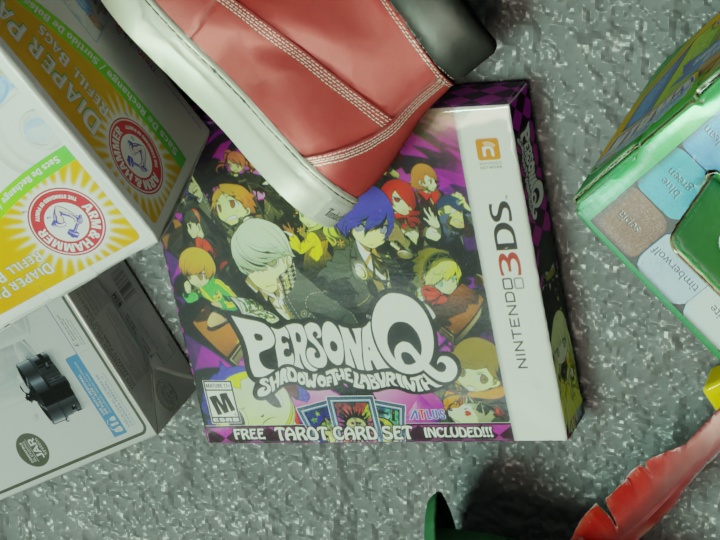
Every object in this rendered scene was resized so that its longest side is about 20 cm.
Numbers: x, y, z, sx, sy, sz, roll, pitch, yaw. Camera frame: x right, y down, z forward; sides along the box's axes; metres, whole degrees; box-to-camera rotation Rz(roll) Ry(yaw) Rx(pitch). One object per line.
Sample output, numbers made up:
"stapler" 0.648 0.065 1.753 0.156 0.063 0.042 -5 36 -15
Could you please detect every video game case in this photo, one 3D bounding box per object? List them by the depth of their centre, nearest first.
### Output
"video game case" 0.000 0.000 1.316 0.200 0.036 0.182 -1 114 22

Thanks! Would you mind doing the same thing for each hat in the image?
"hat" 0.128 0.175 1.305 0.176 0.166 0.200 -9 151 5

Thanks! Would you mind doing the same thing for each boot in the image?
"boot" -0.035 -0.138 1.248 0.200 0.072 0.144 45 99 13

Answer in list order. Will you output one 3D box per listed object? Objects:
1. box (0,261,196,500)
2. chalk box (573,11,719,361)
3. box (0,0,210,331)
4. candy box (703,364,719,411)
"box" -0.200 0.060 1.411 0.200 0.060 0.117 -22 106 29
"chalk box" 0.184 -0.042 1.124 0.124 0.200 0.124 45 123 -6
"box" -0.179 -0.089 1.241 0.112 0.101 0.200 -26 114 27
"candy box" 0.271 0.054 1.246 0.200 0.026 0.102 -27 106 31
